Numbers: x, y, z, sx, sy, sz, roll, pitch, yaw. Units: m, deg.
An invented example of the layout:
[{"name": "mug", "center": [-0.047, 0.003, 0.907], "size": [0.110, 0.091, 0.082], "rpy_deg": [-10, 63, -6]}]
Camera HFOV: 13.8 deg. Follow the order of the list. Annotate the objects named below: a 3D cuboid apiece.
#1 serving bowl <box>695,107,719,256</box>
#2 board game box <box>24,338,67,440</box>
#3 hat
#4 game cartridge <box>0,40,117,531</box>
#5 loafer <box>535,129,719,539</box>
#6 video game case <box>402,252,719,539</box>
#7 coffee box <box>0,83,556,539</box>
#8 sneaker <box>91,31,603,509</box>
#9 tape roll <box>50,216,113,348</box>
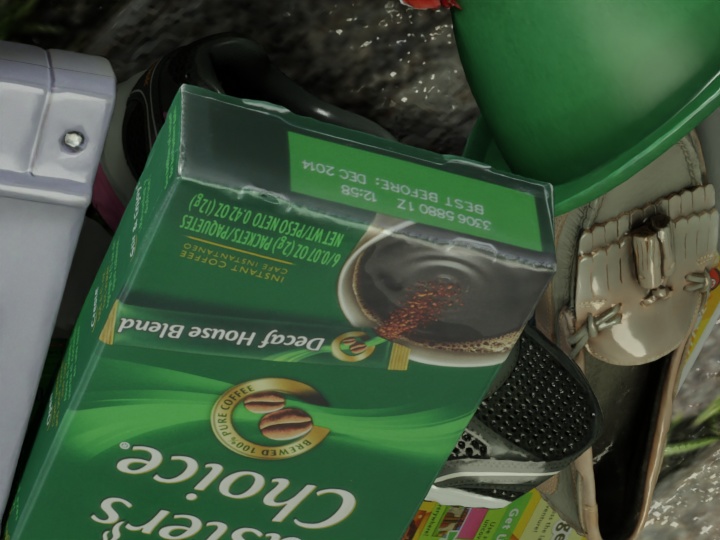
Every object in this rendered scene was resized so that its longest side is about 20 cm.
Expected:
[{"name": "serving bowl", "center": [0.181, -0.029, 0.996], "size": [0.066, 0.200, 0.200], "rpy_deg": [-30, 145, -36]}, {"name": "board game box", "center": [-0.086, 0.123, 1.028], "size": [0.153, 0.040, 0.200], "rpy_deg": [-1, 107, -14]}, {"name": "hat", "center": [0.037, -0.127, 0.915], "size": [0.176, 0.200, 0.166], "rpy_deg": [42, 95, -17]}, {"name": "game cartridge", "center": [-0.159, 0.016, 0.907], "size": [0.129, 0.038, 0.200], "rpy_deg": [6, 123, -20]}, {"name": "loafer", "center": [0.094, 0.020, 1.037], "size": [0.072, 0.063, 0.200], "rpy_deg": [-18, 143, -20]}, {"name": "video game case", "center": [0.036, 0.054, 1.110], "size": [0.182, 0.023, 0.200], "rpy_deg": [9, 118, -36]}, {"name": "coffee box", "center": [-0.031, 0.039, 0.919], "size": [0.123, 0.044, 0.200], "rpy_deg": [15, 133, -16]}, {"name": "sneaker", "center": [0.000, 0.000, 0.965], "size": [0.200, 0.080, 0.086], "rpy_deg": [36, 148, -9]}, {"name": "tape roll", "center": [-0.163, 0.061, 1.083], "size": [0.202, 0.071, 0.203], "rpy_deg": [-7, 134, -7]}]
